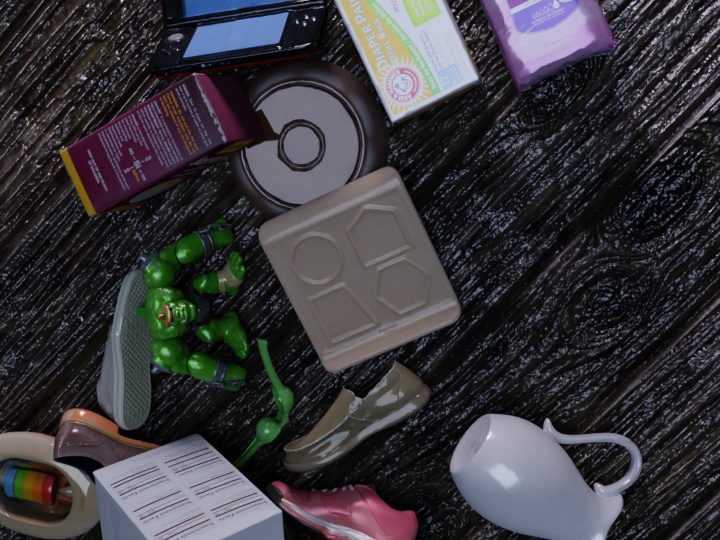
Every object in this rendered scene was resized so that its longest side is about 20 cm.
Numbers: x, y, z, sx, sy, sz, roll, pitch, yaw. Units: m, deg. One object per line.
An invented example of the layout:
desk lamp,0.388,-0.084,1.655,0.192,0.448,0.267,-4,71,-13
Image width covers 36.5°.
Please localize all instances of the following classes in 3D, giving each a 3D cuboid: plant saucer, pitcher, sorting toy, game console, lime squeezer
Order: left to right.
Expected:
game console,-0.146,-0.316,1.239,0.198,0.173,0.119,-7,124,10
lime squeezer,-0.119,0.180,1.337,0.038,0.070,0.201,33,112,39
plant saucer,-0.067,-0.149,1.294,0.198,0.032,0.202,1,98,9
sorting toy,0.000,0.000,1.297,0.184,0.036,0.201,-23,102,11
pitcher,0.220,0.235,1.278,0.199,0.121,0.172,35,81,-9

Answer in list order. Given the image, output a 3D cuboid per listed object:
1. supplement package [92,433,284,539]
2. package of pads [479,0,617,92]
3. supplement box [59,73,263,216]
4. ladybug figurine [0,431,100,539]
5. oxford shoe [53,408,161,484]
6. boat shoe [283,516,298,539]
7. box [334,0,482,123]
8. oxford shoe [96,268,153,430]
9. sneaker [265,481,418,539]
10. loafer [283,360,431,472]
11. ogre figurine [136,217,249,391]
supplement package,-0.195,0.333,1.263,0.146,0.200,0.193,-17,119,-31
package of pads,0.192,-0.312,1.207,0.120,0.076,0.201,-23,95,8
supplement box,-0.228,-0.145,1.262,0.199,0.110,0.086,-25,91,21
ladybug figurine,-0.407,0.265,1.385,0.198,0.072,0.137,14,105,9
oxford shoe,-0.287,0.247,1.342,0.199,0.073,0.071,30,135,-19
boat shoe,-0.089,0.383,1.339,0.072,0.063,0.201,-23,114,-25
box,0.046,-0.277,1.220,0.112,0.101,0.201,-26,94,11
oxford shoe,-0.291,0.096,1.350,0.057,0.075,0.202,13,101,35
sneaker,-0.020,0.297,1.349,0.199,0.074,0.087,24,68,13
loafer,-0.012,0.174,1.318,0.199,0.076,0.068,-30,93,2
ogre figurine,-0.200,0.048,1.306,0.119,0.098,0.202,-8,114,-25
